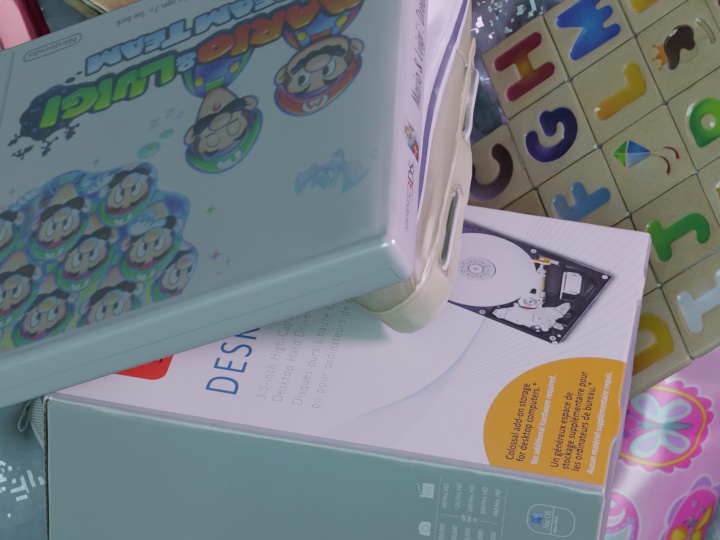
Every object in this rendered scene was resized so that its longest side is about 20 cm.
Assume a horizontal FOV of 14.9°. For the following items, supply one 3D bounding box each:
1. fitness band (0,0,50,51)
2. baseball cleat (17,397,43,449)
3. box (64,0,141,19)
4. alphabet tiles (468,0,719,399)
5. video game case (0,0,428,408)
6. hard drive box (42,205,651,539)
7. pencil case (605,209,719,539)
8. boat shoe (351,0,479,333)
[{"bbox_3d":[-0.091,-0.137,1.155,0.143,0.037,0.201,-20,96,5],"label":"fitness band"},{"bbox_3d":[-0.050,0.093,1.173,0.199,0.070,0.107,33,126,-6],"label":"baseball cleat"},{"bbox_3d":[-0.038,-0.170,1.107,0.163,0.021,0.201,34,73,0],"label":"box"},{"bbox_3d":[0.128,-0.052,1.099,0.199,0.006,0.167,-33,63,25],"label":"alphabet tiles"},{"bbox_3d":[-0.069,-0.039,0.989,0.199,0.183,0.024,-17,131,20],"label":"video game case"},{"bbox_3d":[-0.001,0.045,1.019,0.198,0.156,0.077,8,127,6],"label":"hard drive box"},{"bbox_3d":[0.117,0.073,1.139,0.087,0.087,0.201,24,100,2],"label":"pencil case"},{"bbox_3d":[0.010,-0.061,1.028,0.072,0.201,0.062,-15,131,27],"label":"boat shoe"}]
